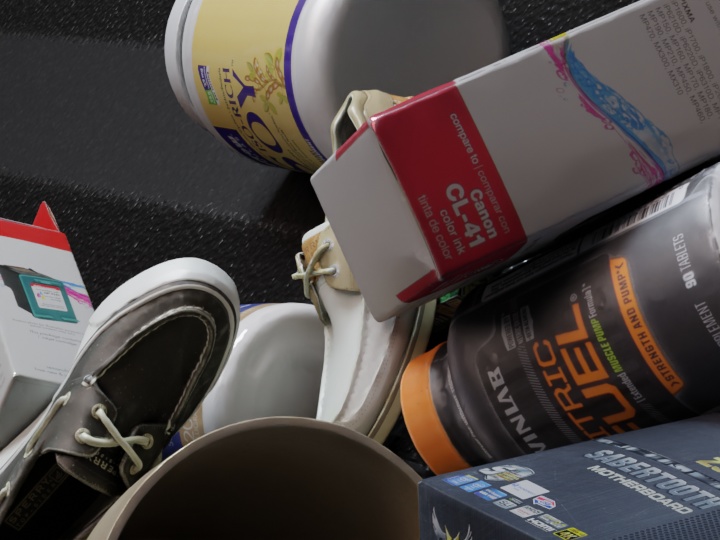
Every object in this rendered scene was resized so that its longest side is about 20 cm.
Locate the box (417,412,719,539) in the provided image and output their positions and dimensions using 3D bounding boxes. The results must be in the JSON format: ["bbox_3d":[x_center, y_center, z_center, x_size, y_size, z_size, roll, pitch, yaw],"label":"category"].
[{"bbox_3d":[0.138,0.114,1.002,0.157,0.051,0.200,-9,15,-27],"label":"box"}]

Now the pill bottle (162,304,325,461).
[{"bbox_3d":[-0.090,0.076,1.366,0.200,0.111,0.111,-4,50,51],"label":"pill bottle"}]

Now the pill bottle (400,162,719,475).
[{"bbox_3d":[0.114,0.036,1.164,0.200,0.106,0.106,-28,34,32],"label":"pill bottle"}]

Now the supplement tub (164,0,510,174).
[{"bbox_3d":[-0.019,-0.129,1.503,0.146,0.145,0.200,-55,30,-13],"label":"supplement tub"}]

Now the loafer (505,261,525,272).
[{"bbox_3d":[0.121,-0.037,1.301,0.063,0.072,0.200,3,54,18],"label":"loafer"}]

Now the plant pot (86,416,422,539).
[{"bbox_3d":[-0.070,0.172,1.197,0.188,0.187,0.200,-59,15,-20],"label":"plant pot"}]

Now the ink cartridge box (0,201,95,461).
[{"bbox_3d":[-0.196,0.051,1.353,0.116,0.067,0.200,-64,30,23],"label":"ink cartridge box"}]

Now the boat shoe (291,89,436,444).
[{"bbox_3d":[0.000,0.000,1.272,0.075,0.068,0.200,-40,32,54],"label":"boat shoe"}]

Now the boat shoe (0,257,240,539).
[{"bbox_3d":[-0.125,0.083,1.227,0.200,0.071,0.064,-51,23,17],"label":"boat shoe"}]

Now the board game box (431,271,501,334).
[{"bbox_3d":[0.031,-0.009,1.343,0.200,0.023,0.105,-28,43,62],"label":"board game box"}]

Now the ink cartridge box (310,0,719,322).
[{"bbox_3d":[0.091,-0.058,1.182,0.200,0.086,0.148,-22,-5,-13],"label":"ink cartridge box"}]
